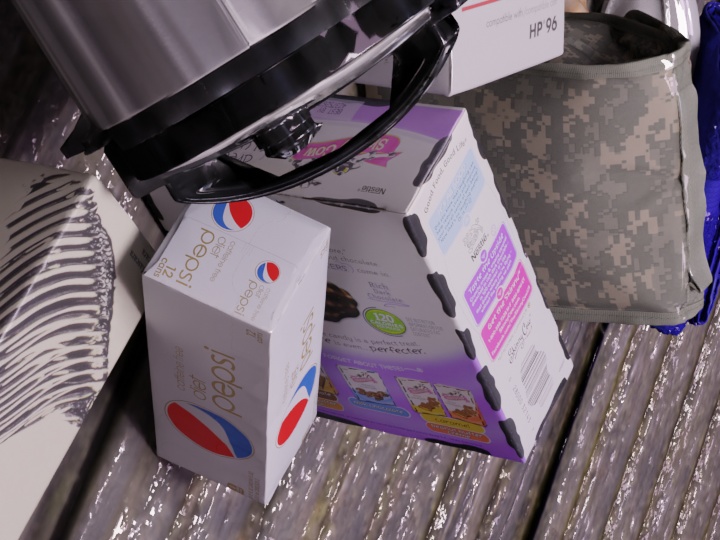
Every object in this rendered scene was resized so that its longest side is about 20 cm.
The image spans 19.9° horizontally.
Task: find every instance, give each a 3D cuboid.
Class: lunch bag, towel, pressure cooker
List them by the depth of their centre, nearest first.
[{"bbox_3d":[-0.061,-0.130,0.872,0.178,0.176,0.201,-37,100,-29],"label":"pressure cooker"},{"bbox_3d":[0.112,-0.062,1.182,0.117,0.199,0.165,-34,125,-48],"label":"lunch bag"},{"bbox_3d":[0.239,-0.070,1.424,0.148,0.049,0.201,-81,-176,-60],"label":"towel"}]

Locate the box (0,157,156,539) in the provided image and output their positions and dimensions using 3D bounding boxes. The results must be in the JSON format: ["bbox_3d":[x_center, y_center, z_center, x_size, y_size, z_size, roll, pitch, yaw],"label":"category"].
[{"bbox_3d":[-0.169,0.053,0.901,0.201,0.068,0.082,-64,145,-23],"label":"box"}]

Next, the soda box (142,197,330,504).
[{"bbox_3d":[-0.060,0.039,0.997,0.064,0.068,0.200,-61,169,-27],"label":"soda box"}]

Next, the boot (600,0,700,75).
[{"bbox_3d":[0.176,-0.114,1.380,0.095,0.073,0.201,-18,115,-61],"label":"boot"}]

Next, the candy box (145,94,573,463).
[{"bbox_3d":[0.000,0.000,1.056,0.072,0.167,0.200,-59,142,-29],"label":"candy box"}]

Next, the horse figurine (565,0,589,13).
[{"bbox_3d":[0.117,-0.171,1.261,0.132,0.050,0.201,-20,95,-73],"label":"horse figurine"}]

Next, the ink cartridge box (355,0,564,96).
[{"bbox_3d":[0.025,-0.135,1.026,0.116,0.199,0.068,-25,120,-51],"label":"ink cartridge box"}]
